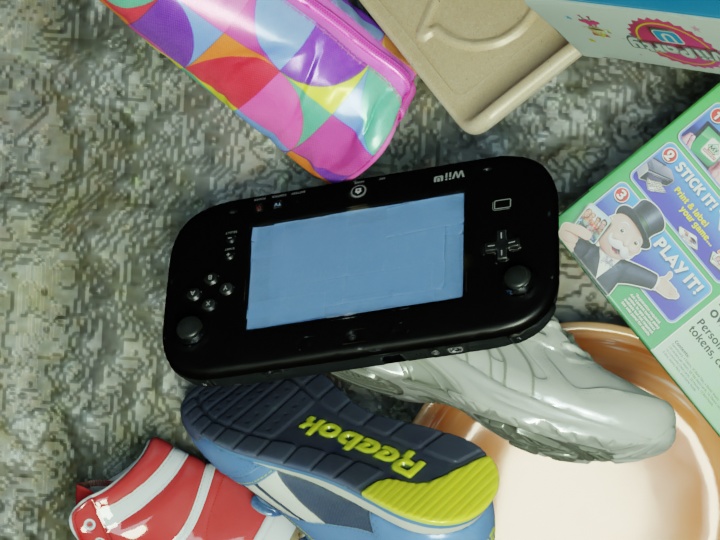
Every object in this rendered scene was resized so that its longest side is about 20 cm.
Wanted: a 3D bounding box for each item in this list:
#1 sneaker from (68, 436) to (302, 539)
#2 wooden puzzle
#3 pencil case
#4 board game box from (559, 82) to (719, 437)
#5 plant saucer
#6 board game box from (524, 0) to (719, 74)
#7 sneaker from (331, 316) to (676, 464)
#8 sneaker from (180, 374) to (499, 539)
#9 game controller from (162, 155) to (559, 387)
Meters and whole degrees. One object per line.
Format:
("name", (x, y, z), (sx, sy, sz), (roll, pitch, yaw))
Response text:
("sneaker", (-0.124, 0.182, 1.300), (0.112, 0.071, 0.200), (32, 87, -4))
("wooden puzzle", (0.078, -0.184, 1.266), (0.185, 0.046, 0.200), (-38, 62, 3))
("pencil case", (-0.060, -0.129, 1.254), (0.200, 0.088, 0.088), (38, 93, -19))
("board game box", (0.206, 0.013, 1.250), (0.135, 0.029, 0.200), (-39, 81, 3))
("plant saucer", (0.114, 0.125, 1.311), (0.200, 0.037, 0.201), (0, 93, 0))
("board game box", (0.181, -0.189, 1.150), (0.147, 0.064, 0.200), (12, 74, 41))
("sneaker", (0.069, 0.029, 1.253), (0.200, 0.078, 0.100), (21, 79, 18))
("sneaker", (-0.014, 0.108, 1.264), (0.074, 0.200, 0.082), (-36, 133, -30))
("game controller", (0.000, 0.000, 1.233), (0.200, 0.042, 0.105), (-9, 62, 15))
